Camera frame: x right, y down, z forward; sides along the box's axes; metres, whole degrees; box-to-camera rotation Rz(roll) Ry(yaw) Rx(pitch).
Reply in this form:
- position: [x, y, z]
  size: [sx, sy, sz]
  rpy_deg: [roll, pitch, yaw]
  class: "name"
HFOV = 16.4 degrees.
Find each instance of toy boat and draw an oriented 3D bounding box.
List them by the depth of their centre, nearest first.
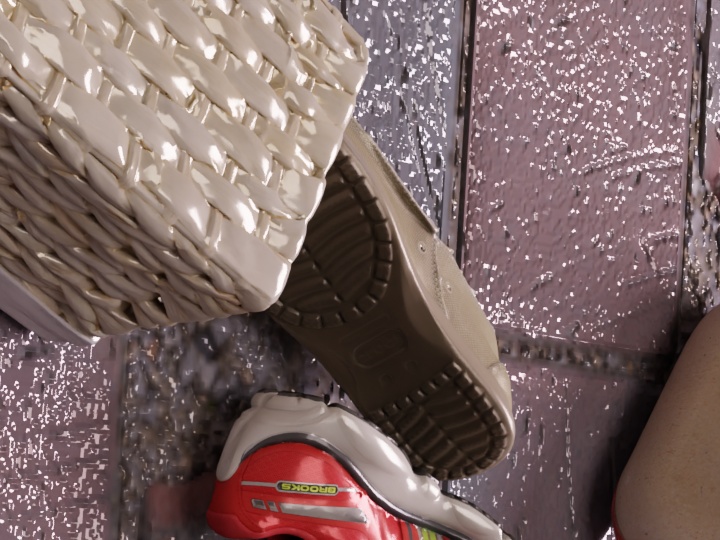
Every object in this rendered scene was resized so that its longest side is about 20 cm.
- position: [0.212, 0.110, 1.296]
  size: [0.200, 0.130, 0.131]
  rpy_deg: [-58, 160, -32]
  class: "toy boat"

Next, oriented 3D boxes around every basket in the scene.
- position: [-0.107, -0.078, 0.894]
  size: [0.200, 0.123, 0.136]
  rpy_deg: [43, 57, -40]
  class: "basket"

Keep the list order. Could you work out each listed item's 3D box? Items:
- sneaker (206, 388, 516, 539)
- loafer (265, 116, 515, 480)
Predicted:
- position: [0.004, 0.127, 1.076]
  size: [0.200, 0.077, 0.085]
  rpy_deg: [40, 71, -34]
  class: "sneaker"
- position: [0.000, 0.000, 1.065]
  size: [0.201, 0.075, 0.068]
  rpy_deg: [59, 18, -23]
  class: "loafer"
